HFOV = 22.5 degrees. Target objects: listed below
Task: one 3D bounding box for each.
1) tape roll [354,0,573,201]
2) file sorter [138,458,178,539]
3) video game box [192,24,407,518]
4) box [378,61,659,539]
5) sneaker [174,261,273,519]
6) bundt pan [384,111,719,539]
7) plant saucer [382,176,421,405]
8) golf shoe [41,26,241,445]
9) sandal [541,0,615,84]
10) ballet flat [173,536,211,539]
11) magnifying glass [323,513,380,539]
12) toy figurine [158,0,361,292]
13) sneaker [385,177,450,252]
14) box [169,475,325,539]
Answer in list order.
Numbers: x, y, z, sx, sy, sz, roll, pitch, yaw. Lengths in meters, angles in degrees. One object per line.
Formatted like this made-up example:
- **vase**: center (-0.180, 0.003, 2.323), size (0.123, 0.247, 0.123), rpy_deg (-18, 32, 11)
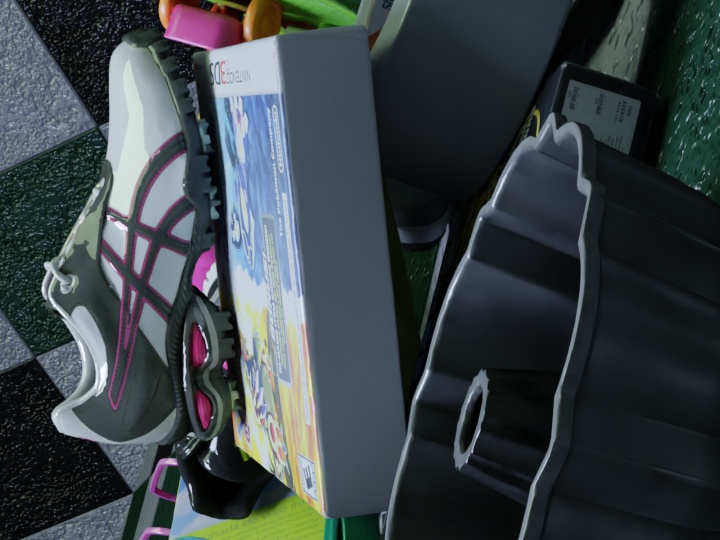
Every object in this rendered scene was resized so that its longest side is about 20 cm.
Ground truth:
- **tape roll**: center (0.048, -0.136, 0.823), size (0.200, 0.066, 0.201), rpy_deg (-161, 90, -82)
- **file sorter**: center (-0.077, 0.150, 1.202), size (0.139, 0.125, 0.201), rpy_deg (127, 158, -69)
- **video game box**: center (-0.030, -0.006, 0.814), size (0.182, 0.047, 0.201), rpy_deg (-163, 66, -76)
- **box**: center (0.062, 0.029, 0.773), size (0.161, 0.049, 0.201), rpy_deg (129, 156, -77)
- **sneaker**: center (-0.059, 0.067, 0.982), size (0.200, 0.074, 0.088), rpy_deg (112, 162, -47)
- **bundt pan**: center (0.069, 0.057, 0.576), size (0.202, 0.076, 0.202), rpy_deg (-163, 90, -82)
- **plant saucer**: center (0.000, 0.000, 0.951), size (0.200, 0.031, 0.201), rpy_deg (-12, -90, -82)
- **golf shoe**: center (-0.110, -0.015, 0.859), size (0.077, 0.088, 0.201), rpy_deg (-176, 80, -78)
- **sandal**: center (0.084, -0.107, 0.924), size (0.200, 0.048, 0.076), rpy_deg (-33, 39, 58)
- **ballet flat**: center (-0.036, 0.150, 0.742), size (0.200, 0.067, 0.071), rpy_deg (-7, 46, 47)
- **magnifying glass**: center (-0.010, 0.162, 0.861), size (0.200, 0.022, 0.080), rpy_deg (106, 163, -60)
- **toy figurine**: center (-0.079, -0.070, 1.025), size (0.200, 0.150, 0.185), rpy_deg (21, -94, -69)
- **sneaker**: center (0.034, -0.104, 1.115), size (0.200, 0.083, 0.121), rpy_deg (-86, 5, -60)
- **box**: center (-0.049, 0.150, 1.042), size (0.200, 0.122, 0.048), rpy_deg (-88, -25, -60)
